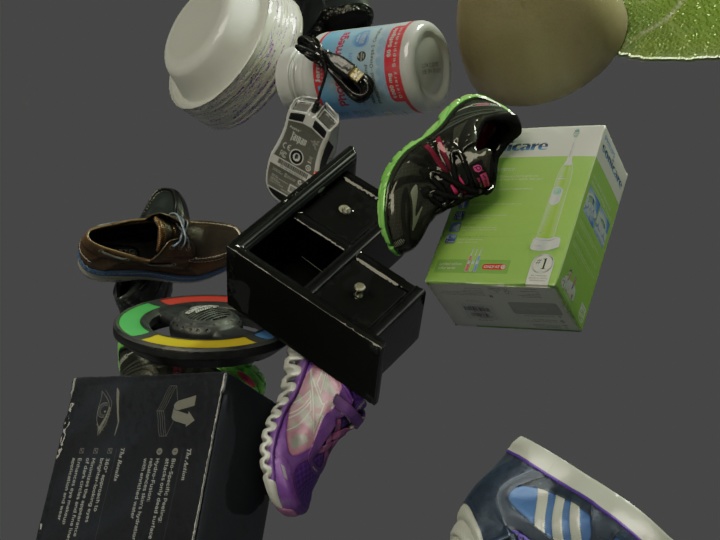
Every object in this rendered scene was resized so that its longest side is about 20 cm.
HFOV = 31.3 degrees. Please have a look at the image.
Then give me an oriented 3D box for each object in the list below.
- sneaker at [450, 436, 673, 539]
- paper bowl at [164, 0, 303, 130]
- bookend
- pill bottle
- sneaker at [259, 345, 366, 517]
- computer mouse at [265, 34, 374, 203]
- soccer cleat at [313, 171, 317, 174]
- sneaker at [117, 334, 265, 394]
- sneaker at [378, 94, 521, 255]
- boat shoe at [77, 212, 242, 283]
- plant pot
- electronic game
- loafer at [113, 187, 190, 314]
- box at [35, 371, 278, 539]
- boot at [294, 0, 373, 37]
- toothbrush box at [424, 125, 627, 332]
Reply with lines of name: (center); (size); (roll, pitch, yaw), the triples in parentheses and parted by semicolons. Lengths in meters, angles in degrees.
sneaker: (0.165, 0.246, 1.093); (0.200, 0.081, 0.147); (32, 83, 40)
paper bowl: (-0.177, -0.293, 1.674); (0.200, 0.104, 0.201); (-27, 48, 35)
bookend: (0.000, 0.000, 1.318); (0.200, 0.092, 0.199); (34, 54, 23)
pill bottle: (0.001, -0.238, 1.553); (0.199, 0.109, 0.109); (-1, 55, 31)
sneaker: (-0.040, 0.151, 1.292); (0.088, 0.081, 0.201); (-2, 53, 21)
computer mouse: (-0.057, -0.169, 1.523); (0.109, 0.044, 0.201); (31, 116, 17)
soccer cleat: (-0.034, -0.037, 1.452); (0.077, 0.069, 0.201); (9, 49, 3)
sneaker: (-0.187, 0.122, 1.419); (0.199, 0.077, 0.084); (11, 90, 34)
sneaker: (0.088, -0.099, 1.277); (0.084, 0.077, 0.200); (19, 64, 43)
boat shoe: (-0.227, -0.028, 1.495); (0.199, 0.072, 0.073); (-9, 65, -17)
plant pot: (0.191, -0.308, 1.475); (0.199, 0.135, 0.201); (-16, 49, 19)
electronic game: (-0.167, 0.060, 1.390); (0.199, 0.042, 0.200); (1, 15, 0)
loafer: (-0.256, -0.026, 1.567); (0.068, 0.070, 0.201); (-11, 51, 24)
box: (-0.200, 0.214, 1.288); (0.199, 0.117, 0.198); (-4, 64, 29)
boot: (-0.001, -0.375, 1.684); (0.200, 0.076, 0.168); (-33, 41, 14)
toothbrush box: (0.171, -0.045, 1.309); (0.145, 0.086, 0.201); (1, 57, 33)
